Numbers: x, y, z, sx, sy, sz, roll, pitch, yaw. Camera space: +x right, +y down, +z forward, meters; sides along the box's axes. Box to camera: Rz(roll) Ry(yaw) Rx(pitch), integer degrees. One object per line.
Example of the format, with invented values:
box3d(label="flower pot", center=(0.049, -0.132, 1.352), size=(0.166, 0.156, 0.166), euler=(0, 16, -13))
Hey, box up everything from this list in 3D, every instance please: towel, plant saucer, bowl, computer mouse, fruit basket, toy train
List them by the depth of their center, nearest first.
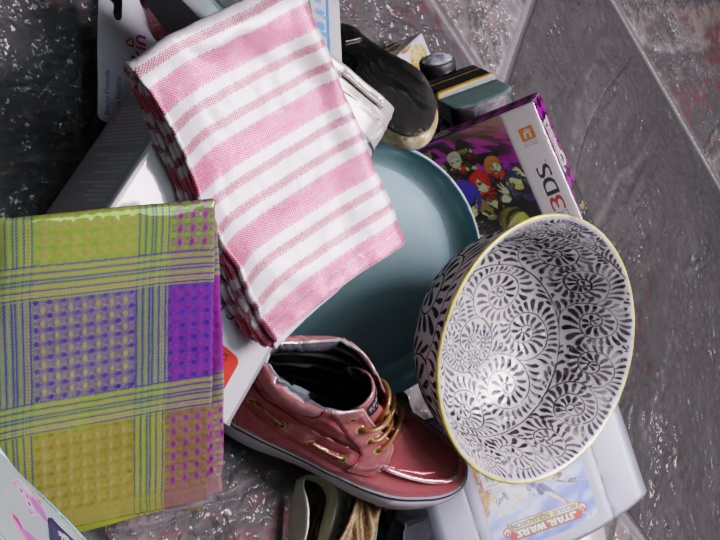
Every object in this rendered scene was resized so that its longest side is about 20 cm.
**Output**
box3d(label="towel", center=(-0.147, 0.061, 0.713), size=(0.143, 0.023, 0.201), euler=(-7, 108, -30))
box3d(label="towel", center=(-0.051, -0.070, 0.780), size=(0.146, 0.030, 0.200), euler=(-39, 117, -36))
box3d(label="fruit basket", center=(-0.100, -0.174, 0.904), size=(0.200, 0.094, 0.186), euler=(16, 66, -46))
box3d(label="computer mouse", center=(0.031, 0.210, 0.907), size=(0.200, 0.034, 0.059), euler=(-32, 137, -80))
box3d(label="bowl", center=(0.106, 0.051, 0.935), size=(0.200, 0.094, 0.201), euler=(-8, 104, -35))
box3d(label="plant saucer", center=(0.000, 0.000, 0.950), size=(0.200, 0.027, 0.201), euler=(-3, 99, -22))
box3d(label="toy train", center=(0.090, -0.086, 1.068), size=(0.085, 0.114, 0.201), euler=(-20, 120, -20))

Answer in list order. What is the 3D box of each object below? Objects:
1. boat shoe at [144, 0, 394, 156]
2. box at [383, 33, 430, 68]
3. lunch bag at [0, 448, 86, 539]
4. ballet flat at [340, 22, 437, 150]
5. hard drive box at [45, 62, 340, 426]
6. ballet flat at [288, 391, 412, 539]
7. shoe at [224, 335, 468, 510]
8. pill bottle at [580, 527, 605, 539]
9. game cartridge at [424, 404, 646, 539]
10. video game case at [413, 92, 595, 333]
box3d(label="boat shoe", center=(-0.058, -0.149, 0.840), size=(0.200, 0.072, 0.066), euler=(38, 74, -18))
box3d(label="box", center=(0.008, -0.151, 1.086), size=(0.200, 0.039, 0.042), euler=(-49, 119, -50))
box3d(label="lunch bag", center=(-0.188, 0.195, 0.618), size=(0.170, 0.122, 0.200), euler=(53, 34, -26))
box3d(label="ballet flat", center=(0.009, -0.140, 0.978), size=(0.066, 0.200, 0.057), euler=(-11, 124, -18))
box3d(label="hard drive box", center=(-0.107, -0.027, 0.802), size=(0.156, 0.077, 0.200), euler=(44, 64, -35))
box3d(label="ballet flat", center=(-0.014, 0.162, 0.925), size=(0.072, 0.068, 0.200), euler=(34, 54, -22))
box3d(label="shoe", center=(0.002, 0.108, 0.867), size=(0.200, 0.091, 0.072), euler=(23, 56, -17))
box3d(label="pill bottle", center=(0.166, 0.151, 1.121), size=(0.112, 0.112, 0.201), euler=(7, 72, -52))
box3d(label="game cartridge", center=(0.136, 0.169, 1.033), size=(0.199, 0.042, 0.134), euler=(-16, 78, -15))
box3d(label="video game case", center=(0.087, -0.024, 1.005), size=(0.182, 0.200, 0.036), euler=(65, 23, -13))
